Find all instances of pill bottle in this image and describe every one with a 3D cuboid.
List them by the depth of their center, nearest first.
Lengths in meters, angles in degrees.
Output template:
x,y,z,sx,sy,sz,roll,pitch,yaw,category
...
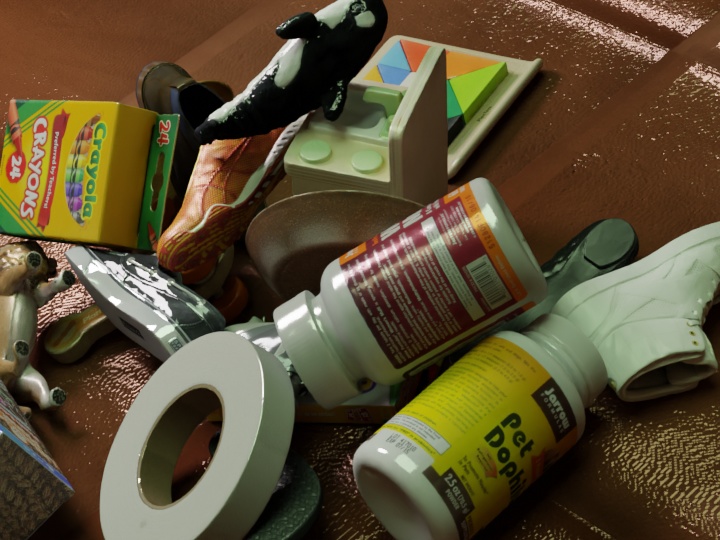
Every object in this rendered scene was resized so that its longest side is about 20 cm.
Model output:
x,y,z,sx,sy,sz,roll,pitch,yaw,category
0.097,0.122,1.525,0.200,0.110,0.109,-39,41,-23,pill bottle
0.038,0.021,1.554,0.199,0.110,0.110,-29,36,8,pill bottle

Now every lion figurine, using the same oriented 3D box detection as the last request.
x,y,z,sx,sy,sz,roll,pitch,yaw,category
-0.310,0.057,1.798,0.122,0.072,0.202,-25,49,50,lion figurine

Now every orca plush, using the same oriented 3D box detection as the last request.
x,y,z,sx,sy,sz,roll,pitch,yaw,category
-0.048,-0.155,1.681,0.199,0.106,0.071,-32,61,-17,orca plush

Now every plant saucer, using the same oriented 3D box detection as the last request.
x,y,z,sx,sy,sz,roll,pitch,yaw,category
0.000,0.000,1.662,0.198,0.201,0.037,-5,60,19,plant saucer

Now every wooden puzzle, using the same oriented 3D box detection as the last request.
x,y,z,sx,sy,sz,roll,pitch,yaw,category
0.057,-0.169,1.965,0.199,0.037,0.185,11,47,35,wooden puzzle

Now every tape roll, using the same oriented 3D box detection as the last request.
x,y,z,sx,sy,sz,roll,pitch,yaw,category
-0.132,0.147,1.578,0.202,0.037,0.204,-32,42,34,tape roll

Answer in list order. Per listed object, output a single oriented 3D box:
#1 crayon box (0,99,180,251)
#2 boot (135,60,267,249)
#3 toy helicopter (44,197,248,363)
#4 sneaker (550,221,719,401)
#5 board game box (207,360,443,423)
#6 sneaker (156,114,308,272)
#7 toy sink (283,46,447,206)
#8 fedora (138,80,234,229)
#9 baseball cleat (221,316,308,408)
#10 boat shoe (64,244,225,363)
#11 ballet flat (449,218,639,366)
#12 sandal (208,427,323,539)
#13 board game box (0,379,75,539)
x,y,z,sx,sy,sz,roll,pitch,yaw,category
-0.251,-0.088,1.798,0.199,0.051,0.128,5,85,44,crayon box
-0.134,-0.098,1.816,0.074,0.201,0.097,-37,19,-13,boot
-0.206,0.015,1.828,0.199,0.079,0.133,-31,43,5,toy helicopter
0.265,0.039,1.599,0.199,0.074,0.116,-25,54,-18,sneaker
-0.030,0.089,1.694,0.198,0.030,0.096,1,42,22,board game box
-0.121,-0.077,1.732,0.077,0.073,0.200,31,58,12,sneaker
0.006,-0.091,1.740,0.111,0.201,0.131,11,45,14,toy sink
-0.187,-0.094,1.913,0.200,0.201,0.082,-34,74,-18,fedora
-0.036,0.077,1.646,0.198,0.070,0.107,-15,43,23,baseball cleat
-0.186,0.018,1.726,0.068,0.072,0.200,-40,39,-16,boat shoe
0.159,0.029,1.677,0.199,0.057,0.067,-36,67,-13,ballet flat
-0.070,0.177,1.592,0.075,0.048,0.201,-24,25,-4,sandal
-0.355,0.164,1.650,0.159,0.097,0.200,-45,40,-2,board game box
